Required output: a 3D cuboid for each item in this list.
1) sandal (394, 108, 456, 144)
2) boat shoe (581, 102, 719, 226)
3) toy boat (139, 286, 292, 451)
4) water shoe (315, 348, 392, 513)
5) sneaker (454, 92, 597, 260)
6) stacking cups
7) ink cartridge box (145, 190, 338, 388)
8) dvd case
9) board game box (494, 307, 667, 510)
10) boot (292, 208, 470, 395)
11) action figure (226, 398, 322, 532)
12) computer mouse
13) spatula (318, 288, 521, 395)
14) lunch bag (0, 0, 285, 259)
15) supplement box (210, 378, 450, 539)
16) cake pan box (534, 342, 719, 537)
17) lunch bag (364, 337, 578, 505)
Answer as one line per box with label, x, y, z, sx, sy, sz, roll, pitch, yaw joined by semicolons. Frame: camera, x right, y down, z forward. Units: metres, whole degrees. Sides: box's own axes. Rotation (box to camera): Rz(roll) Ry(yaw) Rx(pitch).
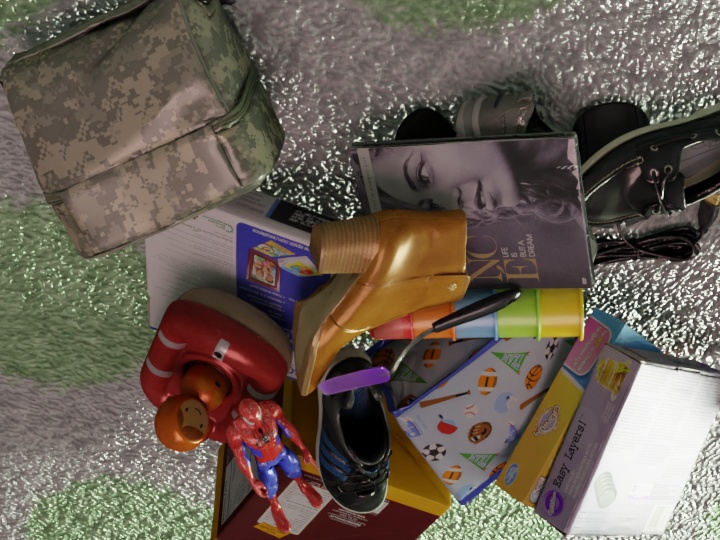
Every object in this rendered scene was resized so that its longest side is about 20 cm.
sandal;0.099;-0.062;1.184;0.045;0.075;0.200;19;156;50
boat shoe;0.270;-0.082;1.125;0.197;0.066;0.075;-20;129;-9
toy boat;-0.149;0.112;1.233;0.129;0.131;0.201;29;139;-2
water shoe;-0.005;0.172;1.261;0.071;0.079;0.202;-16;125;-9
sneaker;0.162;-0.072;1.152;0.081;0.075;0.200;-13;131;38
stacking cups;0.106;0.039;1.217;0.197;0.061;0.061;-3;137;9
ink cartridge box;-0.109;0.006;1.236;0.195;0.047;0.201;19;140;11
dvd case;0.097;-0.047;1.140;0.197;0.016;0.150;0;124;21
board game box;0.234;0.155;1.327;0.152;0.040;0.202;30;90;-48
boot;0.019;0.032;1.148;0.142;0.071;0.203;-2;133;-17
action figure;-0.081;0.179;1.244;0.065;0.052;0.201;-31;140;-10
computer mouse;0.262;-0.068;1.200;0.138;0.046;0.202;-3;136;5
spatula;0.054;0.063;1.160;0.198;0.021;0.057;-30;161;0
lunch bag;-0.176;-0.132;1.069;0.198;0.140;0.169;-20;115;17
supplement box;-0.035;0.227;1.445;0.195;0.134;0.200;21;132;-21
cake pan box;0.277;0.173;1.312;0.199;0.052;0.186;10;106;-46
lunch bag;0.128;0.103;1.320;0.199;0.124;0.170;-35;130;2
